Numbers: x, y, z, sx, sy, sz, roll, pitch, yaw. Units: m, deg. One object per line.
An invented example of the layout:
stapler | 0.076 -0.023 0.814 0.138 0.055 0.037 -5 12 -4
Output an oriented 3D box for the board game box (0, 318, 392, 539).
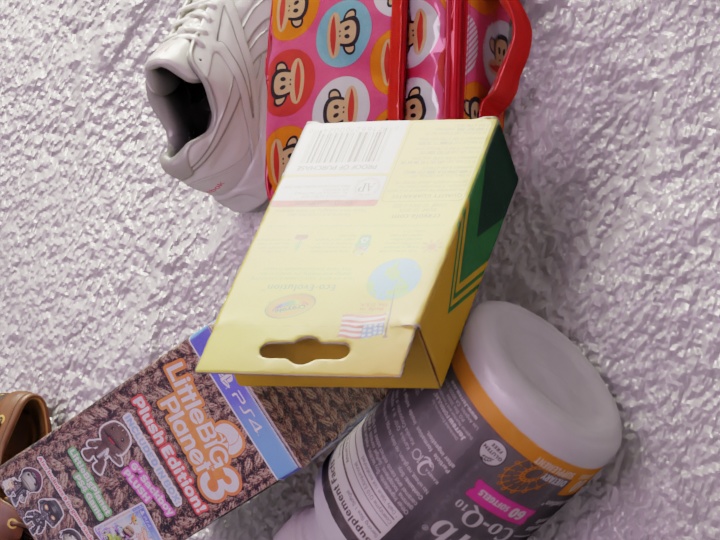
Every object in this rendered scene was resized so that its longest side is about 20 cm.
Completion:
board game box | -0.092 0.093 1.478 0.199 0.159 0.097 -34 90 32

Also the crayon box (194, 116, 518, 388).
crayon box | 0.000 0.000 1.356 0.126 0.051 0.201 0 44 25

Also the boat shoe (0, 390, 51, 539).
boat shoe | -0.241 0.177 1.673 0.067 0.072 0.202 -24 61 39

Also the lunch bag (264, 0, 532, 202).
lunch bag | 0.027 -0.125 1.502 0.175 0.082 0.202 -7 75 38

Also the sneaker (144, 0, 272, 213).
sneaker | -0.098 -0.144 1.606 0.078 0.099 0.202 -20 65 38

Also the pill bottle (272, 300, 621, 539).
pill bottle | 0.045 0.121 1.388 0.200 0.116 0.117 -47 51 24
